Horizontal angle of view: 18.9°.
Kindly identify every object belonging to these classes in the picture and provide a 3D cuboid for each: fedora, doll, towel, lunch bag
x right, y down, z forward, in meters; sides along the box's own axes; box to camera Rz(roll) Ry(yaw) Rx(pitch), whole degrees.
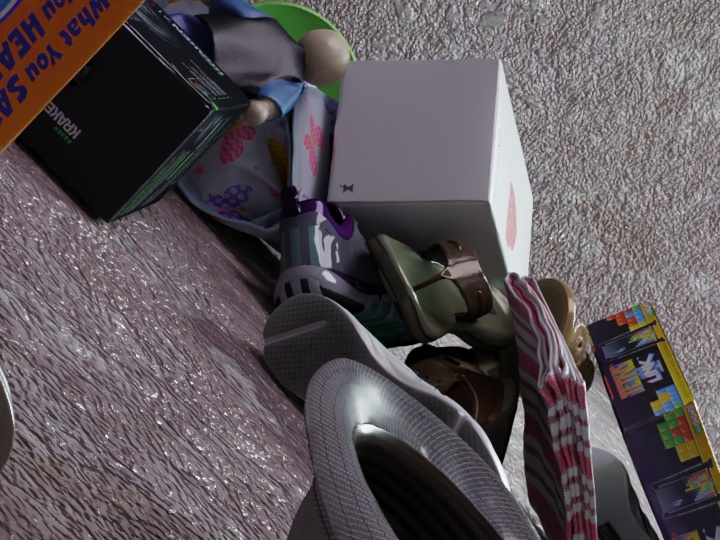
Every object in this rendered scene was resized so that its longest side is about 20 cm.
[{"bbox_3d":[0.017,0.137,0.795,0.177,0.090,0.200,38,16,-41],"label":"fedora"},{"bbox_3d":[-0.099,-0.145,1.450,0.199,0.049,0.137,-3,51,-23],"label":"doll"},{"bbox_3d":[0.126,0.119,1.448,0.147,0.030,0.201,-108,-171,-61],"label":"towel"},{"bbox_3d":[-0.075,-0.099,1.577,0.201,0.127,0.169,60,11,17],"label":"lunch bag"}]

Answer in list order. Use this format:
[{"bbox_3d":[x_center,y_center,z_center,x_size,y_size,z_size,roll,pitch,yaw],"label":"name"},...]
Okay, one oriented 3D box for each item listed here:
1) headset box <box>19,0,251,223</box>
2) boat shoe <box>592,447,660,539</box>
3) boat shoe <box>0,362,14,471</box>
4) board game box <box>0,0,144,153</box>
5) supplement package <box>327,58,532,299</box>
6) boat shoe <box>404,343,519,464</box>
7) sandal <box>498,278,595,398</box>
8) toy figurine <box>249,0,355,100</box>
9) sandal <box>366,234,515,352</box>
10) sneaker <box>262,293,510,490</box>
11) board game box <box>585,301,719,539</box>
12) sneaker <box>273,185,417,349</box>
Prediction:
[{"bbox_3d":[-0.166,-0.124,1.274,0.174,0.093,0.200,45,7,-1],"label":"headset box"},{"bbox_3d":[0.185,0.207,1.590,0.200,0.073,0.066,-107,173,-58],"label":"boat shoe"},{"bbox_3d":[-0.174,-0.014,0.610,0.200,0.073,0.063,40,10,-7],"label":"boat shoe"},{"bbox_3d":[-0.201,-0.181,0.905,0.200,0.200,0.200,41,7,-29],"label":"board game box"},{"bbox_3d":[0.056,-0.052,1.589,0.200,0.119,0.122,68,25,-61],"label":"supplement package"},{"bbox_3d":[0.062,0.097,1.495,0.073,0.076,0.200,13,8,-5],"label":"boat shoe"},{"bbox_3d":[0.136,0.069,1.584,0.069,0.212,0.078,15,61,-17],"label":"sandal"},{"bbox_3d":[-0.118,-0.161,1.843,0.199,0.151,0.184,17,1,-18],"label":"toy figurine"},{"bbox_3d":[0.064,0.007,1.481,0.201,0.057,0.080,12,47,-62],"label":"sandal"},{"bbox_3d":[0.027,0.092,1.250,0.200,0.070,0.080,48,4,29],"label":"sneaker"},{"bbox_3d":[0.228,0.148,1.545,0.166,0.056,0.201,-96,164,-67],"label":"board game box"},{"bbox_3d":[0.000,0.000,1.501,0.200,0.074,0.088,31,51,-66],"label":"sneaker"}]
